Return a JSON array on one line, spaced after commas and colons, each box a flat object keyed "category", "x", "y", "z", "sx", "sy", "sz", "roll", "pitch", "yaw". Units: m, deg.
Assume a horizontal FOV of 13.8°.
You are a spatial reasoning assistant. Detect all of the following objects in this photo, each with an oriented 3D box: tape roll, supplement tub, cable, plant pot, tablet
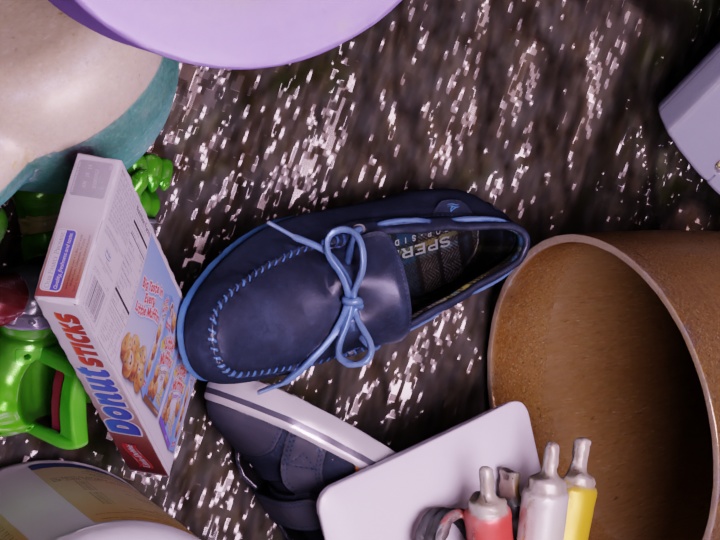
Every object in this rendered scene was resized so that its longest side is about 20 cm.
[{"category": "tape roll", "x": -0.059, "y": -0.187, "z": 1.228, "sx": 0.199, "sy": 0.085, "sz": 0.201, "roll": -3, "pitch": 100, "yaw": -17}, {"category": "supplement tub", "x": -0.126, "y": 0.176, "z": 1.385, "sx": 0.144, "sy": 0.200, "sz": 0.145, "roll": -4, "pitch": 100, "yaw": -21}, {"category": "cable", "x": 0.078, "y": 0.183, "z": 1.460, "sx": 0.097, "sy": 0.050, "sz": 0.201, "roll": -11, "pitch": 101, "yaw": -35}, {"category": "plant pot", "x": 0.197, "y": 0.055, "z": 1.521, "sx": 0.199, "sy": 0.186, "sz": 0.187, "roll": -13, "pitch": 104, "yaw": -32}, {"category": "tablet", "x": 0.053, "y": 0.178, "z": 1.483, "sx": 0.130, "sy": 0.014, "sz": 0.201, "roll": -23, "pitch": 108, "yaw": -29}]

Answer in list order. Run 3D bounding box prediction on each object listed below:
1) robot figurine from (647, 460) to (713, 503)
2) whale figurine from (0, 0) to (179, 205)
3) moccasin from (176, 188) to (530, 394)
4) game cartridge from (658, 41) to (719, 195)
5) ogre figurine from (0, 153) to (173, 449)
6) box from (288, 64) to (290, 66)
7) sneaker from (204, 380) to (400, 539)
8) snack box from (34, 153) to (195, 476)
[{"category": "robot figurine", "x": 0.180, "y": 0.203, "z": 1.587, "sx": 0.145, "sy": 0.058, "sz": 0.200, "roll": 37, "pitch": 85, "yaw": -21}, {"category": "whale figurine", "x": -0.177, "y": -0.077, "z": 1.369, "sx": 0.199, "sy": 0.160, "sz": 0.104, "roll": -21, "pitch": 139, "yaw": 5}, {"category": "moccasin", "x": 0.000, "y": 0.000, "z": 1.446, "sx": 0.200, "sy": 0.068, "sz": 0.081, "roll": -29, "pitch": 116, "yaw": -36}, {"category": "game cartridge", "x": 0.256, "y": -0.071, "z": 1.549, "sx": 0.199, "sy": 0.042, "sz": 0.133, "roll": 28, "pitch": 124, "yaw": -30}, {"category": "ogre figurine", "x": -0.166, "y": 0.021, "z": 1.395, "sx": 0.200, "sy": 0.098, "sz": 0.121, "roll": -36, "pitch": 125, "yaw": -60}, {"category": "box", "x": -0.073, "y": -0.230, "z": 1.423, "sx": 0.193, "sy": 0.047, "sz": 0.201, "roll": 27, "pitch": 88, "yaw": -25}, {"category": "sneaker", "x": -0.005, "y": 0.124, "z": 1.491, "sx": 0.200, "sy": 0.078, "sz": 0.080, "roll": 33, "pitch": 81, "yaw": -25}, {"category": "snack box", "x": -0.107, "y": 0.024, "z": 1.368, "sx": 0.024, "sy": 0.200, "sz": 0.072, "roll": 8, "pitch": 66, "yaw": 12}]
